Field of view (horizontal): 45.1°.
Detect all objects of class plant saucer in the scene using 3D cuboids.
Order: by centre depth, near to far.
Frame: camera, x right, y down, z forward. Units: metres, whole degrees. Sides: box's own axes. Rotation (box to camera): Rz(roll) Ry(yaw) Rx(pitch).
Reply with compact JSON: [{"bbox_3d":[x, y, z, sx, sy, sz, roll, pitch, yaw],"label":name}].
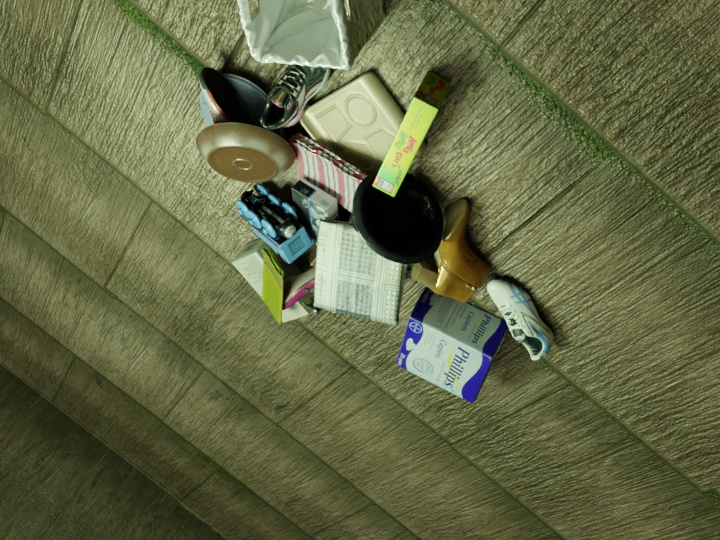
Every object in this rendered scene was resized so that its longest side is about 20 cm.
[{"bbox_3d":[-0.228,-0.222,1.706,0.197,0.037,0.201,6,157,2],"label":"plant saucer"}]

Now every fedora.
[{"bbox_3d":[0.058,-0.092,1.648,0.200,0.201,0.091,43,150,-11],"label":"fedora"}]

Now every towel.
[{"bbox_3d":[-0.055,-0.179,1.723,0.199,0.030,0.147,34,158,21],"label":"towel"},{"bbox_3d":[0.000,0.000,1.769,0.190,0.035,0.203,12,112,15],"label":"towel"},{"bbox_3d":[-0.197,0.037,1.936,0.087,0.018,0.201,56,156,27],"label":"towel"}]

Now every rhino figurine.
[{"bbox_3d":[-0.053,0.048,1.887,0.059,0.198,0.089,-10,95,47],"label":"rhino figurine"}]

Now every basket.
[{"bbox_3d":[-0.084,-0.457,1.405,0.198,0.162,0.200,11,136,25],"label":"basket"}]

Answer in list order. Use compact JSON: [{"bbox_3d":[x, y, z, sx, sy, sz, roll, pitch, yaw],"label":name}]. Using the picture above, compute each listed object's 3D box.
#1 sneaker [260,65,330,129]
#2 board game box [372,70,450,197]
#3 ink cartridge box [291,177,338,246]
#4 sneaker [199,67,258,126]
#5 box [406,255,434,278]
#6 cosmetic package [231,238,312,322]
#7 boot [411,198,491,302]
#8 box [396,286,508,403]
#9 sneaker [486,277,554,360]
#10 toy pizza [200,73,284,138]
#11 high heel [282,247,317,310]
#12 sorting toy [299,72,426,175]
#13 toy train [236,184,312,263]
[{"bbox_3d":[-0.123,-0.332,1.596,0.080,0.086,0.201,36,129,9],"label":"sneaker"},{"bbox_3d":[0.089,-0.239,1.528,0.047,0.102,0.201,26,132,-1],"label":"board game box"},{"bbox_3d":[-0.092,-0.100,1.839,0.099,0.039,0.201,31,153,22],"label":"ink cartridge box"},{"bbox_3d":[-0.278,-0.300,1.729,0.107,0.068,0.202,-16,122,40],"label":"sneaker"},{"bbox_3d":[0.067,-0.029,1.817,0.198,0.065,0.071,0,130,34],"label":"box"},{"bbox_3d":[-0.198,0.020,2.051,0.104,0.071,0.201,-17,119,44],"label":"cosmetic package"},{"bbox_3d":[0.203,-0.036,1.715,0.143,0.071,0.202,20,116,-24],"label":"boot"},{"bbox_3d":[0.197,0.162,1.890,0.198,0.105,0.185,25,141,11],"label":"box"},{"bbox_3d":[0.323,0.098,1.761,0.200,0.073,0.072,49,141,-16],"label":"sneaker"},{"bbox_3d":[-0.237,-0.314,1.766,0.198,0.032,0.202,19,138,18],"label":"toy pizza"},{"bbox_3d":[-0.106,0.035,1.961,0.095,0.068,0.200,23,130,-28],"label":"high heel"},{"bbox_3d":[0.005,-0.265,1.646,0.199,0.037,0.186,-22,116,41],"label":"sorting toy"},{"bbox_3d":[-0.190,-0.103,1.860,0.199,0.086,0.115,36,158,44],"label":"toy train"}]
